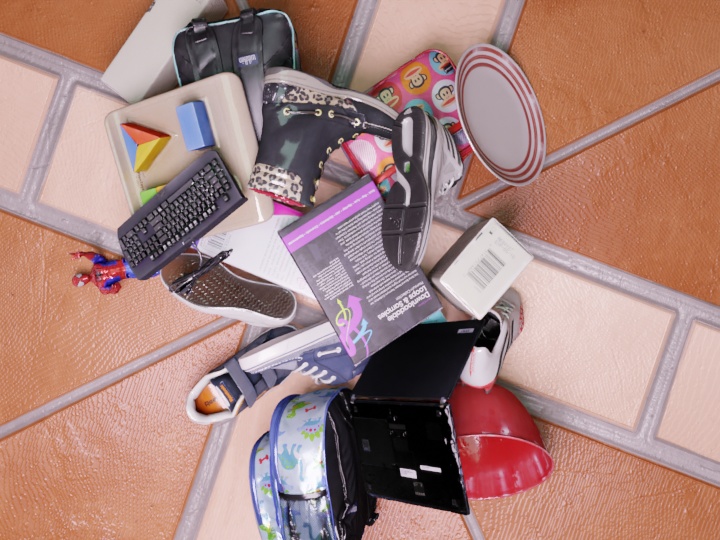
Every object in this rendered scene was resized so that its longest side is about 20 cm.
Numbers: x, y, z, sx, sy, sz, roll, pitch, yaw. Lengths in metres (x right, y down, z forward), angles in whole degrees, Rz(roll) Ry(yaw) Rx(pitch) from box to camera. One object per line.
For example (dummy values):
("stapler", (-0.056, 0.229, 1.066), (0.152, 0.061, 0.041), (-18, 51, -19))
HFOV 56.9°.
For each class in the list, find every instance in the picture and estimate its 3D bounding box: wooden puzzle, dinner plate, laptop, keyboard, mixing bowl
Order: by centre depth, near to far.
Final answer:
("keyboard", (-0.219, -0.045, 0.832), (0.198, 0.021, 0.129), (-33, 91, 24))
("laptop", (0.079, 0.177, 0.835), (0.102, 0.175, 0.205), (-12, 91, -41))
("wooden puzzle", (-0.224, -0.133, 0.843), (0.195, 0.046, 0.190), (-12, 99, 16))
("mixing bowl", (0.155, 0.222, 0.905), (0.194, 0.203, 0.110), (0, 49, 1))
("dinner plate", (0.191, -0.213, 0.918), (0.197, 0.024, 0.206), (12, 71, -37))

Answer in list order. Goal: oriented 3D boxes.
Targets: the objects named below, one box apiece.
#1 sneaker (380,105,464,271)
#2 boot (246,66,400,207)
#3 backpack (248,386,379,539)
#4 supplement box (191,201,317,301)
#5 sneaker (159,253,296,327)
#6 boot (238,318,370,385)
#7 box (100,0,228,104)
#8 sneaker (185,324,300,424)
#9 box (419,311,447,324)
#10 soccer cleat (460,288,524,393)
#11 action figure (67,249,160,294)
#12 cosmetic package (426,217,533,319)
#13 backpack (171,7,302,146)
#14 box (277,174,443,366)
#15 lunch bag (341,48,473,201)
("sneaker", (0.092, -0.096, 0.853), (0.075, 0.114, 0.206), (1, 83, 45))
("boot", (-0.042, -0.152, 0.842), (0.199, 0.073, 0.158), (15, 85, -24))
("backpack", (-0.066, 0.267, 0.892), (0.143, 0.183, 0.206), (-6, 92, 13))
("supplement box", (-0.120, -0.040, 0.934), (0.196, 0.103, 0.103), (23, 89, 2))
("sneaker", (-0.187, 0.040, 0.939), (0.196, 0.085, 0.074), (21, 71, 0))
("boot", (-0.065, 0.126, 0.923), (0.196, 0.072, 0.093), (-20, 93, -23))
("box", (-0.276, -0.325, 0.948), (0.068, 0.082, 0.202), (36, 89, 0))
("sneaker", (-0.162, 0.153, 0.947), (0.199, 0.079, 0.079), (-39, 89, -1))
("box", (0.055, 0.011, 0.941), (0.049, 0.082, 0.202), (-32, 89, 0))
("soccer cleat", (0.179, 0.073, 0.893), (0.067, 0.201, 0.087), (13, 130, 22))
("action figure", (-0.326, -0.008, 0.942), (0.195, 0.099, 0.067), (-15, 89, 3))
("cosmetic package", (0.150, -0.002, 0.882), (0.073, 0.200, 0.104), (42, 92, 1))
("backpack", (-0.153, -0.228, 0.908), (0.171, 0.153, 0.206), (-9, 91, 1))
("box", (0.000, 0.000, 0.871), (0.141, 0.036, 0.203), (-30, 94, -4))
("lunch bag", (0.075, -0.190, 0.946), (0.198, 0.082, 0.178), (-33, 94, 0))
